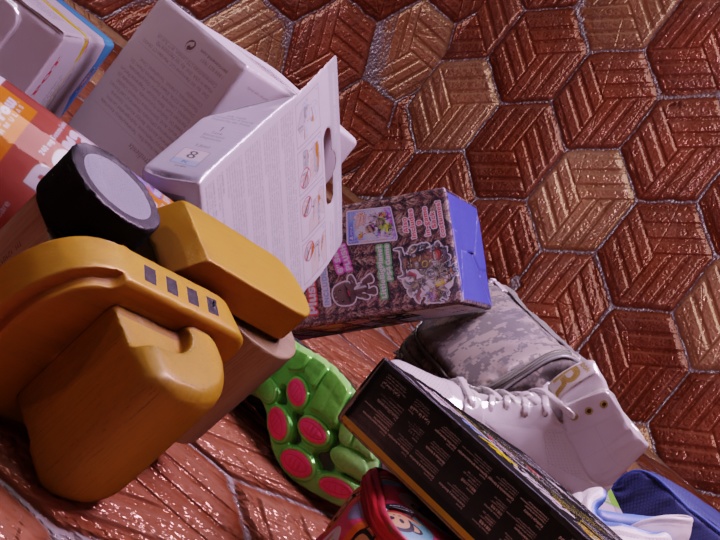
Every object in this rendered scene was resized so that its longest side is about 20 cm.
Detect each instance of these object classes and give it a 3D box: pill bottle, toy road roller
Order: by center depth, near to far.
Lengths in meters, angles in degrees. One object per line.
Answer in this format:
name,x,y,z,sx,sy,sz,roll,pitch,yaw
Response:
toy road roller,-0.110,0.048,0.751,0.200,0.123,0.146,31,23,-47
pill bottle,-0.209,-0.045,0.867,0.200,0.112,0.112,36,6,-13

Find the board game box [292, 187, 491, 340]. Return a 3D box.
board game box,0.000,0.000,1.313,0.159,0.200,0.097,15,66,-76

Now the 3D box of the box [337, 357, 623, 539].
box,0.097,0.142,0.815,0.160,0.049,0.200,34,4,-47

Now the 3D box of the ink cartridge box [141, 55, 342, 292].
ink cartridge box,-0.074,-0.040,1.024,0.047,0.160,0.200,13,36,21

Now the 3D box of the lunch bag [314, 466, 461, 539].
lunch bag,0.063,0.198,0.825,0.200,0.082,0.176,38,1,-5

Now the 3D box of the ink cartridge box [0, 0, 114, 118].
ink cartridge box,-0.283,-0.146,1.040,0.146,0.147,0.200,38,5,-5

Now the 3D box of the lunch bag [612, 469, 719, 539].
lunch bag,0.274,0.272,1.217,0.132,0.136,0.200,33,8,-39

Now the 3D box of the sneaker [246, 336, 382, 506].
sneaker,-0.034,0.092,1.049,0.084,0.077,0.200,32,11,-42

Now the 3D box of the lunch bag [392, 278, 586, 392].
lunch bag,0.118,0.111,1.374,0.139,0.168,0.200,35,6,-28

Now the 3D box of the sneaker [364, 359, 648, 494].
sneaker,0.106,0.092,1.025,0.200,0.116,0.074,36,10,-24

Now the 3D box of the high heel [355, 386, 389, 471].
high heel,0.049,0.175,1.055,0.096,0.067,0.200,85,-19,-51

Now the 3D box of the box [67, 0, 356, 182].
box,-0.129,-0.067,1.089,0.106,0.200,0.152,43,8,33

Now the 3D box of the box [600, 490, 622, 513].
box,0.137,0.193,1.109,0.156,0.041,0.200,23,25,-25

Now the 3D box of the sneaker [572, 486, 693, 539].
sneaker,0.180,0.227,0.931,0.200,0.147,0.081,38,6,5
